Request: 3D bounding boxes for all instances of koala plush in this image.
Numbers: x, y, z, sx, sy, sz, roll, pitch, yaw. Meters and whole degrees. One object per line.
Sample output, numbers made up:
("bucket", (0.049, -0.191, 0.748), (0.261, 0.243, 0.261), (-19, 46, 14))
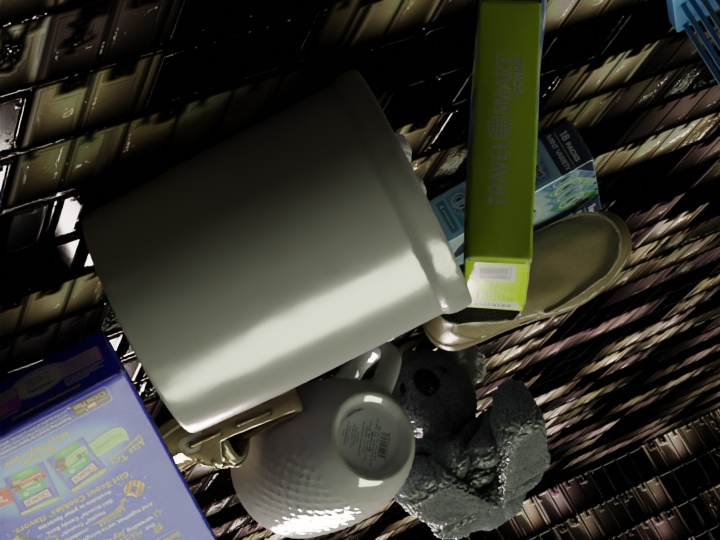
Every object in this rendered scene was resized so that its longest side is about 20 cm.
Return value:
("koala plush", (0.090, 0.166, 1.844), (0.177, 0.200, 0.184), (-33, 146, -3))

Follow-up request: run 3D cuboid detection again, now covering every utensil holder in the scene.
("utensil holder", (-0.054, -0.011, 1.106), (0.200, 0.170, 0.170), (-26, 164, 0))

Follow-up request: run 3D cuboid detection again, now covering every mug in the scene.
("mug", (-0.018, 0.156, 1.704), (0.175, 0.148, 0.200), (-30, -149, 59))

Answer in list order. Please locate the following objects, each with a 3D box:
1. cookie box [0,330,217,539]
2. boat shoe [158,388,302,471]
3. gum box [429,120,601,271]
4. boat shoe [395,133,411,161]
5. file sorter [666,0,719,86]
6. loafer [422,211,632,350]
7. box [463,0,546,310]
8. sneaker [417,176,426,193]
("cookie box", (-0.226, 0.173, 1.341), (0.171, 0.075, 0.200), (-27, 123, -7))
("boat shoe", (-0.138, 0.159, 1.657), (0.200, 0.065, 0.072), (-36, 162, 24))
("gum box", (0.110, -0.040, 1.505), (0.200, 0.045, 0.170), (-31, 164, 2))
("boat shoe", (-0.046, -0.029, 1.230), (0.200, 0.069, 0.072), (-26, 164, -10))
("file sorter", (0.301, -0.196, 1.214), (0.139, 0.123, 0.200), (-30, 164, 5))
("loafer", (0.145, 0.011, 1.502), (0.200, 0.076, 0.067), (-30, 172, 3))
("box", (0.096, -0.085, 1.150), (0.048, 0.200, 0.122), (3, 164, 4))
("sneaker", (0.000, 0.000, 1.345), (0.075, 0.100, 0.200), (-12, 155, -41))
